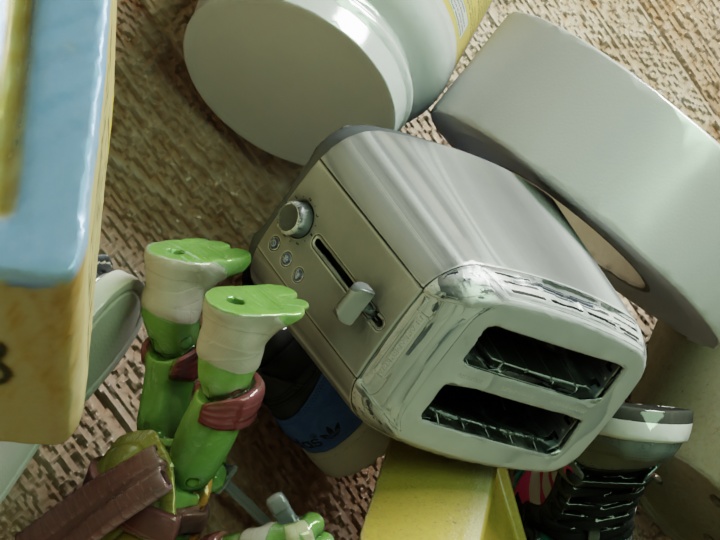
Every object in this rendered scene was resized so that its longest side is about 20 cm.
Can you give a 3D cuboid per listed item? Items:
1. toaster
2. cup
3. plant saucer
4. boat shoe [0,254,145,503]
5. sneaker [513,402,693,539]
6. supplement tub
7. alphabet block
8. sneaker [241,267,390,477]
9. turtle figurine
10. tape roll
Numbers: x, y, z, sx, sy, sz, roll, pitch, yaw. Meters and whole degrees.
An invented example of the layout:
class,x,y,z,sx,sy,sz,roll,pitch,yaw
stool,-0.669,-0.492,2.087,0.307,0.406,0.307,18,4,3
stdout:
class,x,y,z,sx,sy,sz,roll,pitch,yaw
toaster,0.050,0.019,1.226,0.200,0.114,0.129,19,27,-42
cup,0.230,0.088,1.428,0.143,0.200,0.200,-43,102,-22
plant saucer,0.058,0.179,1.238,0.200,0.048,0.201,-67,143,-68
boat shoe,-0.184,0.063,1.184,0.060,0.074,0.200,30,66,23
sneaker,0.120,0.131,1.326,0.083,0.200,0.121,7,81,-6
supplement tub,0.002,-0.167,1.358,0.145,0.145,0.200,42,52,-18
alphabet block,-0.204,-0.054,1.078,0.194,0.200,0.197,6,67,-3
sneaker,0.001,0.000,1.339,0.111,0.077,0.200,48,57,-26
turtle figurine,-0.055,0.092,1.207,0.199,0.195,0.144,11,18,0
tape roll,0.134,-0.047,1.339,0.202,0.202,0.071,41,85,-19
